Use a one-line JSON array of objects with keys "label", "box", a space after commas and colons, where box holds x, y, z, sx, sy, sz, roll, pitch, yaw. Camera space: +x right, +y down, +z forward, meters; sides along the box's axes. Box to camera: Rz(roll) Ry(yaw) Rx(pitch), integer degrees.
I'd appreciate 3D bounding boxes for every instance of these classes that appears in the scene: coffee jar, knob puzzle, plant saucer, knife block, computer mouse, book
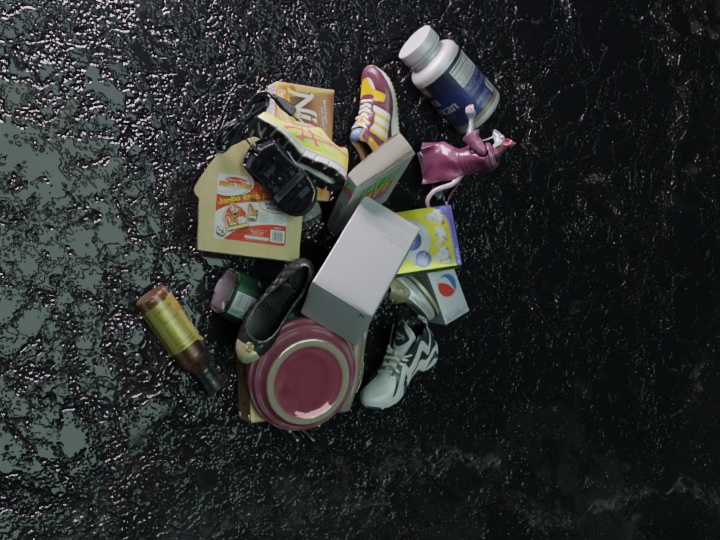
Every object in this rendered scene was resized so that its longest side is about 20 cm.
[{"label": "coffee jar", "box": [-0.157, 0.075, 1.572, 0.198, 0.104, 0.087, 29, 86, -26]}, {"label": "knob puzzle", "box": [-0.185, -0.122, 1.509, 0.215, 0.030, 0.225, 3, 80, -21]}, {"label": "plant saucer", "box": [-0.095, 0.183, 1.540, 0.196, 0.051, 0.205, -6, 107, -21]}, {"label": "knife block", "box": [-0.132, 0.210, 1.611, 0.172, 0.064, 0.205, -5, 92, -29]}, {"label": "computer mouse", "box": [-0.132, -0.197, 1.488, 0.199, 0.046, 0.141, 41, 94, -4]}, {"label": "book", "box": [0.011, -0.150, 1.614, 0.133, 0.200, 0.048, -36, 80, -23]}]

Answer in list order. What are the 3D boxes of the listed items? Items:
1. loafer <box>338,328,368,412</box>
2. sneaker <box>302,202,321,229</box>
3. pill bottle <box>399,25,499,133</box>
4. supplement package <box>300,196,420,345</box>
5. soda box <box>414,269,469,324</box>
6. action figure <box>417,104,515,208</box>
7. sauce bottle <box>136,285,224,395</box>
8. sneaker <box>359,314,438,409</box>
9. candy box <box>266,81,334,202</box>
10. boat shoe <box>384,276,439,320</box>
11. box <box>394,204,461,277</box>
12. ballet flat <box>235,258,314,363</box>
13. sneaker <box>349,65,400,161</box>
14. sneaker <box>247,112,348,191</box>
[{"label": "loafer", "box": [-0.012, 0.164, 1.676, 0.062, 0.071, 0.205, 9, 83, -35]}, {"label": "sneaker", "box": [-0.164, -0.089, 1.576, 0.196, 0.087, 0.076, -12, 82, -21]}, {"label": "pill bottle", "box": [0.169, -0.373, 1.743, 0.200, 0.110, 0.112, 42, 72, -22]}, {"label": "supplement package", "box": [0.000, 0.000, 1.529, 0.116, 0.117, 0.202, 30, 58, 1]}, {"label": "soda box", "box": [0.139, 0.000, 1.754, 0.063, 0.068, 0.203, -26, 103, -25]}, {"label": "action figure", "box": [0.201, -0.210, 1.711, 0.134, 0.197, 0.152, 39, 48, -41]}, {"label": "sauce bottle", "box": [-0.300, 0.121, 1.519, 0.066, 0.066, 0.202, -38, 110, -22]}, {"label": "sneaker", "box": [0.067, 0.159, 1.684, 0.197, 0.079, 0.131, -32, 131, -25]}, {"label": "candy box", "box": [-0.112, -0.229, 1.620, 0.113, 0.055, 0.205, 3, 89, -26]}, {"label": "boat shoe", "box": [0.065, 0.031, 1.716, 0.200, 0.075, 0.069, 46, 72, -10]}, {"label": "box", "box": [0.080, -0.049, 1.662, 0.196, 0.048, 0.120, -9, 81, -9]}, {"label": "ballet flat", "box": [-0.145, 0.063, 1.478, 0.066, 0.057, 0.202, 33, 87, -1]}, {"label": "sneaker", "box": [0.020, -0.280, 1.683, 0.089, 0.074, 0.204, -16, 97, -32]}, {"label": "sneaker", "box": [-0.105, -0.220, 1.561, 0.198, 0.078, 0.091, 32, 50, -12]}]
